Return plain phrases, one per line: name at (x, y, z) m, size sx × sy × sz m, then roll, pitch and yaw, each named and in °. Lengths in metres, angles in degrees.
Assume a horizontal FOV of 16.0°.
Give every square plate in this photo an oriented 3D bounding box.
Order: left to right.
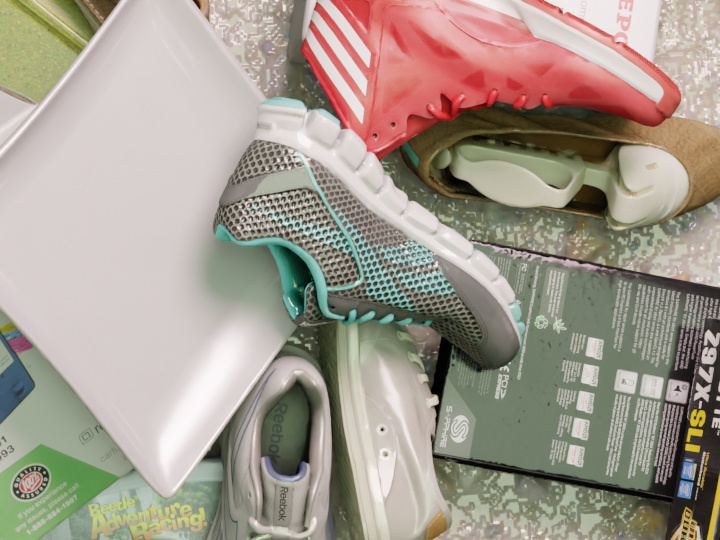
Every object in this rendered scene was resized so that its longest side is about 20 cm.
square plate at (-0.108, -0.020, 1.318) m, size 0.198 × 0.028 × 0.200 m, roll 52°, pitch 58°, yaw -27°

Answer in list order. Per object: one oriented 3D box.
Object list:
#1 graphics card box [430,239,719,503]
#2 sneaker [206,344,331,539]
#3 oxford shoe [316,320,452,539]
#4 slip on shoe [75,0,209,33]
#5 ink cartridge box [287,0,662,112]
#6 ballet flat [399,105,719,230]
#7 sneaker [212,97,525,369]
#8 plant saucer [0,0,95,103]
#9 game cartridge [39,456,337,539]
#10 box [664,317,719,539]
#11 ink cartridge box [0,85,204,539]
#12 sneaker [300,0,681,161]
graphics card box at (0.142, 0.062, 1.445) m, size 0.199 × 0.051 × 0.126 m, roll 10°, pitch 86°, yaw -7°
sneaker at (-0.050, 0.139, 1.366) m, size 0.074 × 0.087 × 0.201 m, roll 1°, pitch 87°, yaw -9°
oxford shoe at (0.011, 0.064, 1.405) m, size 0.058 × 0.075 × 0.201 m, roll -7°, pitch 67°, yaw -9°
slip on shoe at (-0.149, -0.191, 1.399) m, size 0.076 × 0.061 × 0.200 m, roll -27°, pitch 75°, yaw -27°
ink cartridge box at (0.070, -0.176, 1.434) m, size 0.199 × 0.085 × 0.145 m, roll 9°, pitch 86°, yaw -8°
ballet flat at (0.120, -0.055, 1.434) m, size 0.199 × 0.072 × 0.068 m, roll 9°, pitch 118°, yaw -6°
sneaker at (0.000, 0.000, 1.353) m, size 0.200 × 0.078 × 0.091 m, roll 40°, pitch 76°, yaw -21°
plant saucer at (-0.218, -0.088, 1.413) m, size 0.200 × 0.048 × 0.200 m, roll 37°, pitch 83°, yaw -4°
game cartridge at (-0.109, 0.172, 1.417) m, size 0.199 × 0.041 × 0.134 m, roll -9°, pitch 84°, yaw -7°
box at (0.266, 0.123, 1.421) m, size 0.200 × 0.049 × 0.160 m, roll 14°, pitch 87°, yaw -29°
ink cartridge box at (-0.189, 0.025, 1.347) m, size 0.145 × 0.087 × 0.200 m, roll -36°, pitch 112°, yaw -15°
sneaker at (0.062, -0.096, 1.361) m, size 0.200 × 0.078 × 0.116 m, roll 27°, pitch 96°, yaw 6°
